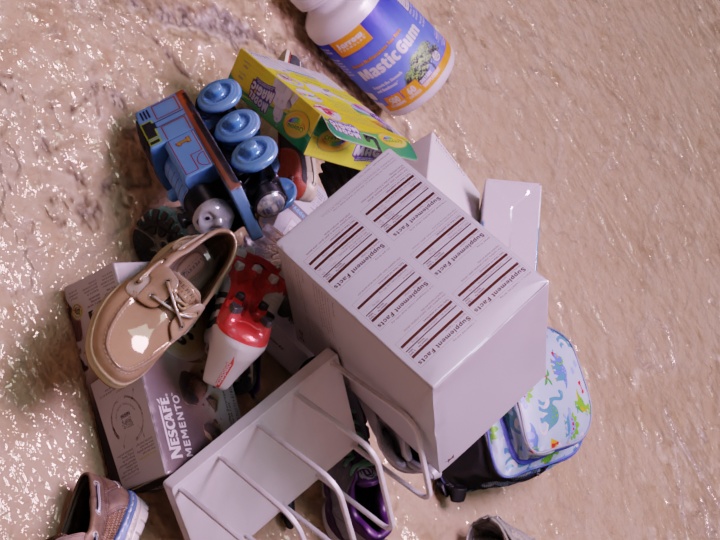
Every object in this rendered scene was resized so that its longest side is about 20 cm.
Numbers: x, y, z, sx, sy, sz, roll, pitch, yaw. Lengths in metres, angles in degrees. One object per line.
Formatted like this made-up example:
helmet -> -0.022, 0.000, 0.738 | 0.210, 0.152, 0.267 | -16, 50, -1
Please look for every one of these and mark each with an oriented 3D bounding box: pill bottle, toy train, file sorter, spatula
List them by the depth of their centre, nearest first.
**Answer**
file sorter -> -0.051, 0.201, 1.511 | 0.200, 0.125, 0.139 | -38, 141, -23
toy train -> -0.140, -0.103, 1.617 | 0.200, 0.114, 0.087 | 58, -6, 46
spatula -> -0.089, 0.157, 1.658 | 0.021, 0.057, 0.200 | -13, 87, -17
pill bottle -> 0.007, -0.282, 1.945 | 0.200, 0.112, 0.112 | 42, 44, -28

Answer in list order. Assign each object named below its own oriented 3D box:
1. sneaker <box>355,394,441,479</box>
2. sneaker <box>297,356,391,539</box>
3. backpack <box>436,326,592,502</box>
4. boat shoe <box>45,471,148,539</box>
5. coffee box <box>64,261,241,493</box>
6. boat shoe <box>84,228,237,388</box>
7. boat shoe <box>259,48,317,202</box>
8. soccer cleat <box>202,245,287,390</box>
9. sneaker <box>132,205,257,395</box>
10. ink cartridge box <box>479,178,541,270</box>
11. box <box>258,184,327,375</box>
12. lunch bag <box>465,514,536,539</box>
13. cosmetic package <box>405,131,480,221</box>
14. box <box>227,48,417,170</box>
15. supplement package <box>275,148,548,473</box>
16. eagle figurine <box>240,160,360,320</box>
sneaker -> 0.028, 0.115, 1.638 | 0.200, 0.075, 0.115 | 63, -4, -12
sneaker -> -0.006, 0.179, 1.679 | 0.074, 0.088, 0.200 | -14, 90, -29
backpack -> 0.174, 0.147, 1.889 | 0.200, 0.147, 0.183 | -6, 78, -54
boat shoe -> -0.244, 0.255, 1.411 | 0.072, 0.072, 0.200 | 41, 34, -21
coffee box -> -0.187, 0.097, 1.544 | 0.113, 0.080, 0.200 | -1, 71, -50
boat shoe -> -0.174, 0.025, 1.480 | 0.071, 0.064, 0.200 | 50, 41, -17
boat shoe -> -0.074, -0.154, 1.794 | 0.063, 0.071, 0.200 | 17, 46, -17
soccer cleat -> -0.111, 0.041, 1.552 | 0.069, 0.085, 0.200 | 27, 20, -9
sneaker -> -0.140, 0.023, 1.643 | 0.086, 0.078, 0.200 | -23, 89, -55
ink cartridge box -> 0.168, -0.019, 1.970 | 0.200, 0.067, 0.116 | 89, 6, -73
box -> -0.055, 0.011, 1.777 | 0.156, 0.041, 0.200 | 45, 43, -24
lunch bag -> 0.189, 0.373, 1.815 | 0.164, 0.118, 0.200 | 33, 42, -35
cosmetic package -> 0.072, -0.054, 1.884 | 0.108, 0.085, 0.200 | 49, 26, -25
box -> -0.038, -0.151, 1.662 | 0.117, 0.048, 0.200 | 13, 18, -38
supplement package -> 0.050, 0.038, 1.522 | 0.147, 0.191, 0.200 | -41, 66, -17
eagle figurine -> -0.005, -0.001, 1.714 | 0.200, 0.151, 0.152 | 38, 60, -45
